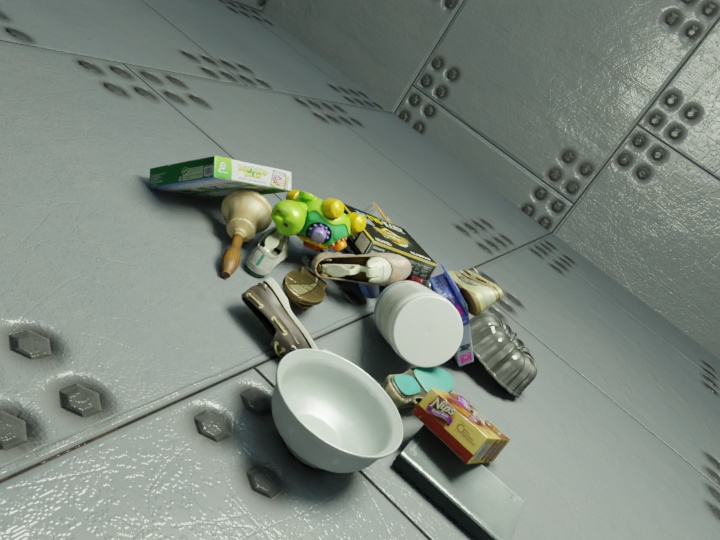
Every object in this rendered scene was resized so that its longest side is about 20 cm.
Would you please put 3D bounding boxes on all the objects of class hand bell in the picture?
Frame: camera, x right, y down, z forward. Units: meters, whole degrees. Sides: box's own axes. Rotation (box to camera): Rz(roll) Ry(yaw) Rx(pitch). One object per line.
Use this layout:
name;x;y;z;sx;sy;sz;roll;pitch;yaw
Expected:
hand bell;-0.232;-0.054;1.244;0.104;0.104;0.200;27;36;-16

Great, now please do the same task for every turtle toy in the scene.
turtle toy;-0.094;-0.097;1.316;0.145;0.102;0.200;18;-6;40

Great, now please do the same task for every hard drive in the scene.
hard drive;0.154;0.330;1.031;0.200;0.033;0.139;39;23;13

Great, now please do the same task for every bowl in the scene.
bowl;-0.047;0.209;0.923;0.201;0.091;0.201;29;24;-14

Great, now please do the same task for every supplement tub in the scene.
supplement tub;0.102;0.094;1.235;0.132;0.132;0.200;30;2;-10

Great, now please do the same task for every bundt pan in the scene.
bundt pan;0.308;0.171;1.442;0.202;0.076;0.202;44;16;-16

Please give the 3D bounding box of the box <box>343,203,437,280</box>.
box;0.052;-0.062;1.444;0.199;0.049;0.160;19;21;-39

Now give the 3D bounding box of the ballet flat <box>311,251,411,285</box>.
ballet flat;0.000;0.000;1.302;0.199;0.068;0.067;0;9;6

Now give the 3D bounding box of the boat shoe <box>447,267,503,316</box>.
boat shoe;0.219;0.039;1.301;0.200;0.062;0.074;-124;-166;-73

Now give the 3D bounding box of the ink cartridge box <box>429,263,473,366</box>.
ink cartridge box;0.182;0.091;1.334;0.200;0.042;0.120;77;-8;-50

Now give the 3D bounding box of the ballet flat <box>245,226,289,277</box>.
ballet flat;-0.171;-0.050;1.311;0.069;0.070;0.200;32;22;-5

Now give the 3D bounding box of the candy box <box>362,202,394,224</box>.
candy box;0.076;-0.074;1.671;0.115;0.055;0.200;44;12;-39

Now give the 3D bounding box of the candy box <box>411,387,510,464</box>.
candy box;0.169;0.256;1.086;0.117;0.057;0.200;40;5;27

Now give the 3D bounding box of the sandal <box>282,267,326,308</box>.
sandal;-0.108;0.039;1.246;0.080;0.054;0.200;39;7;-2

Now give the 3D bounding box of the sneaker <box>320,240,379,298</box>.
sneaker;-0.034;-0.011;1.419;0.200;0.082;0.074;53;6;20

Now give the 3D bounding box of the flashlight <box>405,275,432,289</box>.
flashlight;0.090;0.015;1.491;0.199;0.068;0.068;21;42;-1

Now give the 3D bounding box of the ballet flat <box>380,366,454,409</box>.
ballet flat;0.084;0.205;1.132;0.200;0.075;0.068;4;48;-55

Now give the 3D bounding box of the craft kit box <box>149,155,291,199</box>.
craft kit box;-0.273;-0.178;1.306;0.199;0.049;0.197;-1;-5;38

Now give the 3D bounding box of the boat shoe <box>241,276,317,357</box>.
boat shoe;-0.122;0.104;1.074;0.059;0.072;0.200;-28;72;-20
